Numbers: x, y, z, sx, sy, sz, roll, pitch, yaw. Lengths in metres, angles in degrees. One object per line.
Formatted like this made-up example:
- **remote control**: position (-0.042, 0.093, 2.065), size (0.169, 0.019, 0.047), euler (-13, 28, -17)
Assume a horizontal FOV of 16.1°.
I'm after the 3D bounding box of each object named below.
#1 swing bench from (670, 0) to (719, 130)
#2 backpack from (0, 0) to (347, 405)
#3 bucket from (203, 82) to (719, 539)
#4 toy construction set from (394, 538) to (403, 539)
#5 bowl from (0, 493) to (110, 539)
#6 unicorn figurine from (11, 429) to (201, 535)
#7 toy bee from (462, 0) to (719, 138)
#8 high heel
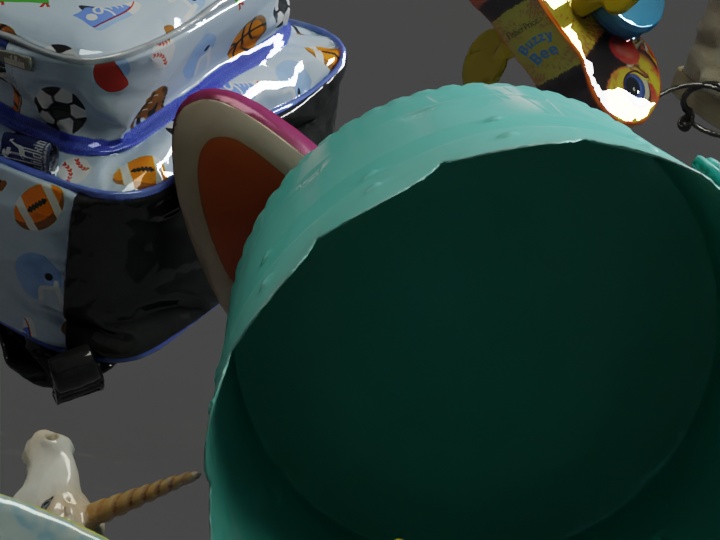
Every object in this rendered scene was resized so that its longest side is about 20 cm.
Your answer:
- **swing bench**: position (0.297, -0.158, 1.345), size (0.199, 0.200, 0.130), euler (-7, 36, -39)
- **backpack**: position (-0.119, -0.063, 0.975), size (0.190, 0.155, 0.200), euler (14, 26, 27)
- **bucket**: position (0.047, 0.040, 0.820), size (0.206, 0.208, 0.135), euler (14, 16, -8)
- **toy construction set**: position (0.050, 0.171, 0.693), size (0.131, 0.092, 0.200), euler (34, 28, -24)
- **bowl**: position (-0.121, 0.147, 0.615), size (0.199, 0.108, 0.200), euler (14, 26, -7)
- **unicorn figurine**: position (-0.167, 0.058, 0.811), size (0.199, 0.074, 0.138), euler (-9, 44, -18)
- **toy bee**: position (0.113, -0.109, 1.245), size (0.199, 0.131, 0.109), euler (29, 51, -2)
- **high heel**: position (0.000, 0.000, 0.934), size (0.200, 0.067, 0.096), euler (56, 24, -23)
